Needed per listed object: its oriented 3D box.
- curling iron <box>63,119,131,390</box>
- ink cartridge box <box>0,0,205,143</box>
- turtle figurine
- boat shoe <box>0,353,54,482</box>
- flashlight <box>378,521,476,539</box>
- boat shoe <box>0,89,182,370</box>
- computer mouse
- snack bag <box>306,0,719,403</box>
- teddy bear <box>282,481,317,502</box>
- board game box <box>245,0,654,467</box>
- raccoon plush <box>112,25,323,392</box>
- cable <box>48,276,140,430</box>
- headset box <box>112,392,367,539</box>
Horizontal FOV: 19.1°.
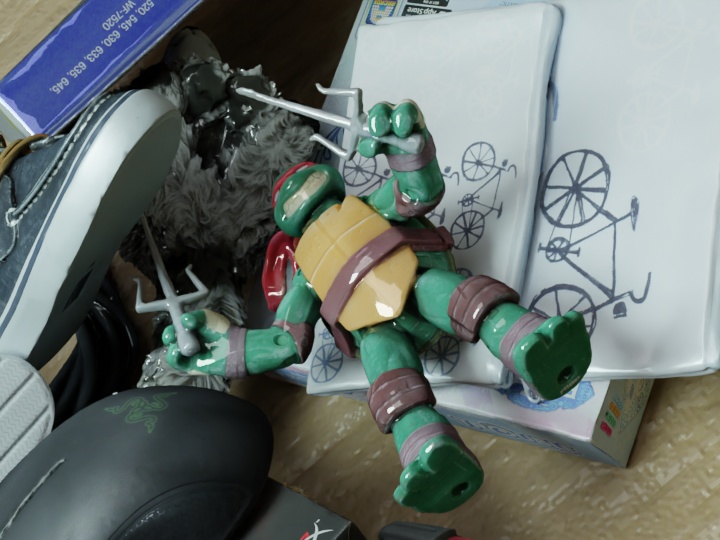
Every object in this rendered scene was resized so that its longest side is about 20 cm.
[{"bbox_3d":[-0.130,0.001,1.085,0.049,0.026,0.201,-23,57,24],"label":"curling iron"},{"bbox_3d":[-0.098,-0.137,1.033,0.198,0.047,0.200,-44,7,-8],"label":"ink cartridge box"},{"bbox_3d":[0.000,0.000,0.879,0.200,0.100,0.150,45,113,35],"label":"turtle figurine"},{"bbox_3d":[-0.213,0.111,0.903,0.072,0.071,0.200,46,65,0],"label":"boat shoe"},{"bbox_3d":[0.092,0.146,0.849,0.199,0.068,0.068,7,69,35],"label":"flashlight"},{"bbox_3d":[-0.146,-0.030,0.903,0.091,0.200,0.071,40,51,3],"label":"boat shoe"},{"bbox_3d":[-0.119,0.111,0.818,0.200,0.053,0.138,-43,34,-11],"label":"computer mouse"},{"bbox_3d":[0.074,-0.035,0.925,0.199,0.021,0.190,-3,67,31],"label":"snack bag"},{"bbox_3d":[-0.091,0.173,0.949,0.199,0.067,0.146,-22,54,20],"label":"teddy bear"},{"bbox_3d":[0.059,-0.029,0.973,0.199,0.043,0.200,12,74,35],"label":"board game box"},{"bbox_3d":[-0.097,-0.021,1.020,0.201,0.096,0.134,-69,16,-10],"label":"raccoon plush"},{"bbox_3d":[-0.198,0.021,1.000,0.164,0.199,0.051,-89,22,-52],"label":"cable"},{"bbox_3d":[-0.091,0.145,0.867,0.149,0.075,0.200,-47,36,-16],"label":"headset box"}]
